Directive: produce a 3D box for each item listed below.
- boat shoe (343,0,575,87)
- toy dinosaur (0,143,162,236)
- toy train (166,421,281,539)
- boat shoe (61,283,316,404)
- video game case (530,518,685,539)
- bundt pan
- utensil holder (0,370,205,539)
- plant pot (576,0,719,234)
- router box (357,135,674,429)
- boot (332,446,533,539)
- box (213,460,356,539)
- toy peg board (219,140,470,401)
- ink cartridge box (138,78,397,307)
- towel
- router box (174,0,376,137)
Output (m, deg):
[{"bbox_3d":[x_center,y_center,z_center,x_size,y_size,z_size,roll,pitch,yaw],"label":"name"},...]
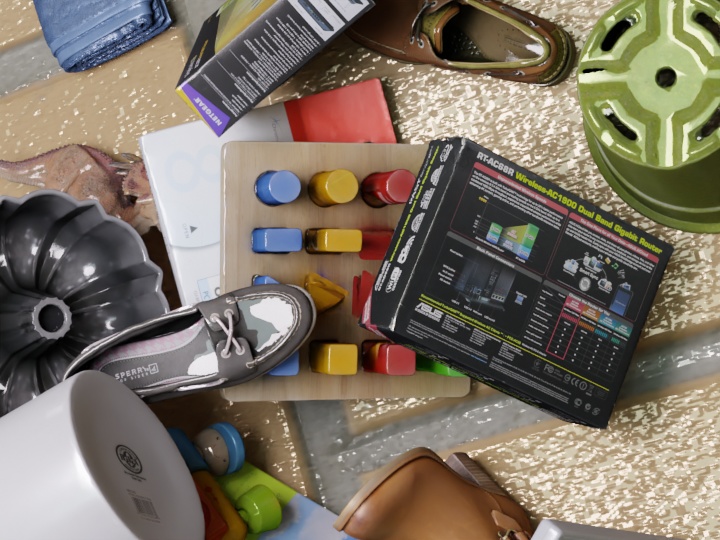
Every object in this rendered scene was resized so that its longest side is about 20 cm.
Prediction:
[{"bbox_3d":[0.068,-0.193,1.388,0.200,0.068,0.072,12,96,21],"label":"boat shoe"},{"bbox_3d":[-0.222,-0.066,1.491,0.200,0.086,0.136,34,102,22],"label":"toy dinosaur"},{"bbox_3d":[-0.107,0.201,1.368,0.200,0.116,0.085,50,134,28],"label":"toy train"},{"bbox_3d":[-0.128,0.061,1.304,0.200,0.057,0.067,-19,86,20],"label":"boat shoe"},{"bbox_3d":[0.149,0.269,1.290,0.022,0.200,0.182,36,103,40],"label":"video game case"},{"bbox_3d":[-0.254,0.040,1.382,0.076,0.202,0.202,-10,85,58],"label":"bundt pan"},{"bbox_3d":[-0.236,0.186,1.265,0.200,0.170,0.170,-33,79,14],"label":"utensil holder"},{"bbox_3d":[0.233,-0.129,1.262,0.200,0.190,0.200,0,89,21],"label":"plant pot"},{"bbox_3d":[0.115,0.010,1.297,0.200,0.062,0.150,26,81,-22],"label":"router box"},{"bbox_3d":[0.079,0.208,1.310,0.155,0.200,0.074,50,117,22],"label":"boot"},{"bbox_3d":[-0.080,0.230,1.418,0.200,0.122,0.048,28,141,19],"label":"box"},{"bbox_3d":[0.000,0.000,1.345,0.199,0.098,0.200,0,89,-16],"label":"toy peg board"},{"bbox_3d":[-0.058,-0.053,1.395,0.200,0.047,0.160,-15,93,-5],"label":"ink cartridge box"},{"bbox_3d":[-0.242,-0.278,1.517,0.112,0.049,0.200,-24,82,19],"label":"towel"},{"bbox_3d":[-0.060,-0.199,1.369,0.157,0.200,0.052,-39,106,16],"label":"router box"}]
